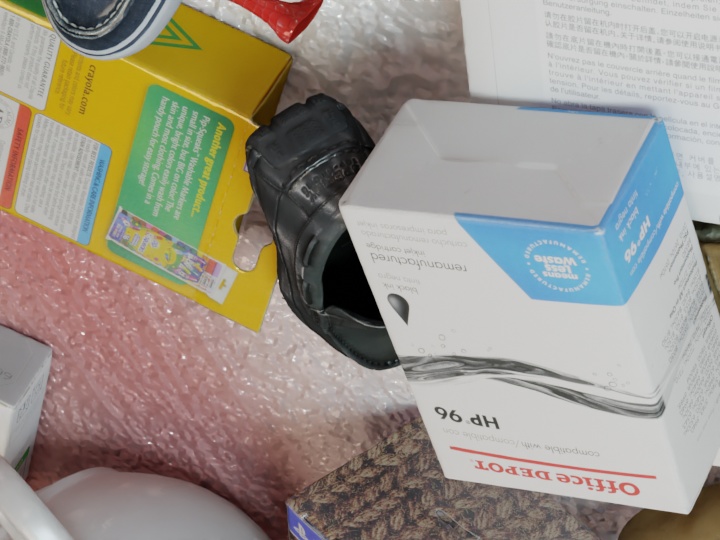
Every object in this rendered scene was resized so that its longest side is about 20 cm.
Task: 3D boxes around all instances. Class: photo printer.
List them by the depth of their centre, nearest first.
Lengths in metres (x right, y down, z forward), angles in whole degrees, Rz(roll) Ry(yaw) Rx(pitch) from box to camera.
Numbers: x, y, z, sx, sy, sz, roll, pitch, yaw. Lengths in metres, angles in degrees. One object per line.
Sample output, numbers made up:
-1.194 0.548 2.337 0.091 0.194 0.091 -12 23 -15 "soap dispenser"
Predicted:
0.116 -0.114 0.994 0.166 0.069 0.200 10 134 21 "photo printer"

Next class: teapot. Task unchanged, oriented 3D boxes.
-0.141 0.169 1.330 0.146 0.197 0.200 44 121 18 "teapot"

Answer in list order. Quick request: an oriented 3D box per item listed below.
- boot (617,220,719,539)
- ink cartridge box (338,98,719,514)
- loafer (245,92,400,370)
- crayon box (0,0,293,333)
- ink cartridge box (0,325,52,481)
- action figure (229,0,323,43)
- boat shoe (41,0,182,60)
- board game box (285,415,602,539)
0.164 0.056 1.139 0.175 0.066 0.200 -9 124 26 "boot"
0.081 0.030 1.057 0.116 0.068 0.200 6 138 30 "ink cartridge box"
0.000 0.000 1.122 0.070 0.068 0.201 56 175 28 "loafer"
-0.113 -0.068 1.174 0.200 0.052 0.126 26 137 5 "crayon box"
-0.233 0.097 1.393 0.109 0.050 0.200 24 138 6 "ink cartridge box"
-0.099 -0.168 1.077 0.200 0.052 0.065 30 132 7 "action figure"
-0.100 -0.168 0.997 0.071 0.091 0.200 20 114 14 "boat shoe"
0.053 0.197 1.254 0.159 0.097 0.200 39 146 35 "board game box"
